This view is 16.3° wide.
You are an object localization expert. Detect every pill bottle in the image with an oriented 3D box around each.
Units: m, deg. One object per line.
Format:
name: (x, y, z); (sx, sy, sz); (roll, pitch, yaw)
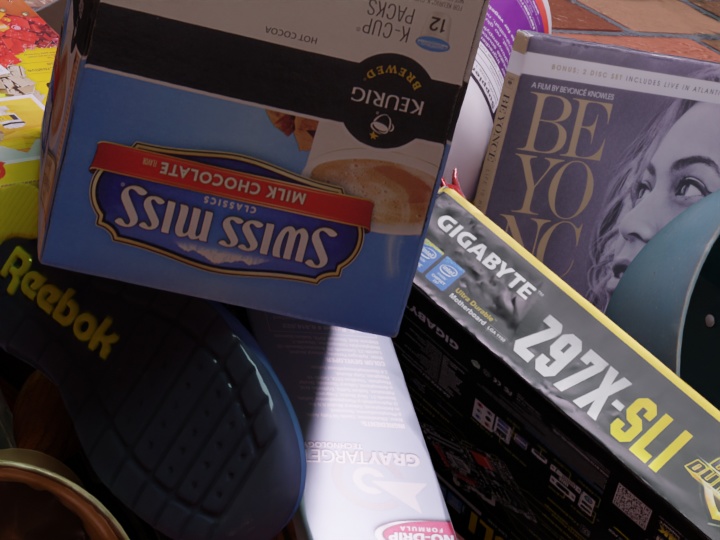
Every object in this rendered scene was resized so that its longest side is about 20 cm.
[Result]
pill bottle: (0.026, -0.093, 1.293); (0.112, 0.113, 0.200); (21, 35, 6)

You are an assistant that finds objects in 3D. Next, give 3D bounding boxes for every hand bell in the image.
hand bell: (-0.125, 0.077, 0.951); (0.104, 0.104, 0.200); (16, 21, -6)

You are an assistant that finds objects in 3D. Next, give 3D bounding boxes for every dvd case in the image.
dvd case: (0.118, -0.015, 1.273); (0.149, 0.200, 0.016); (6, 14, -32)

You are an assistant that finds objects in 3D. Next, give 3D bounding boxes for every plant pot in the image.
plant pot: (0.194, 0.047, 1.237); (0.200, 0.200, 0.135); (7, -4, -30)

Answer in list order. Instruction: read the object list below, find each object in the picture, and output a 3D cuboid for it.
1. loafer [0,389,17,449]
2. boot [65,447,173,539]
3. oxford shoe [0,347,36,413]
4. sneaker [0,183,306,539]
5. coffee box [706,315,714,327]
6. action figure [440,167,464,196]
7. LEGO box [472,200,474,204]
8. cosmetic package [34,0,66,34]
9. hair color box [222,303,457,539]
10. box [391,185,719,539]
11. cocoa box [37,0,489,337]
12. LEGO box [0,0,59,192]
loafer: (-0.189, 0.043, 1.063); (0.063, 0.072, 0.200); (25, 19, -35)
boot: (-0.075, 0.074, 1.072); (0.131, 0.070, 0.200); (2, 21, -26)
oxford shoe: (-0.170, 0.004, 1.153); (0.071, 0.073, 0.200); (-2, 28, -45)
sneaker: (-0.072, 0.037, 0.917); (0.082, 0.074, 0.200); (34, 6, -47)
coffee box: (0.153, 0.008, 1.341); (0.200, 0.123, 0.044); (3, 19, -31)
action figure: (0.000, 0.000, 1.113); (0.200, 0.065, 0.099); (14, 43, -48)
LEGO box: (0.065, -0.039, 1.446); (0.200, 0.077, 0.149); (17, 21, -5)
cosmetic package: (-0.142, -0.084, 1.232); (0.200, 0.090, 0.107); (-18, 3, 31)
hair color box: (-0.021, 0.087, 0.939); (0.061, 0.099, 0.200); (5, 42, -23)
box: (0.084, 0.079, 1.008); (0.200, 0.160, 0.049); (41, 66, 20)
cocoa box: (-0.043, -0.075, 0.924); (0.133, 0.131, 0.200); (13, 15, -10)
LEGO box: (-0.198, -0.040, 1.033); (0.200, 0.077, 0.149); (-11, 41, -38)
